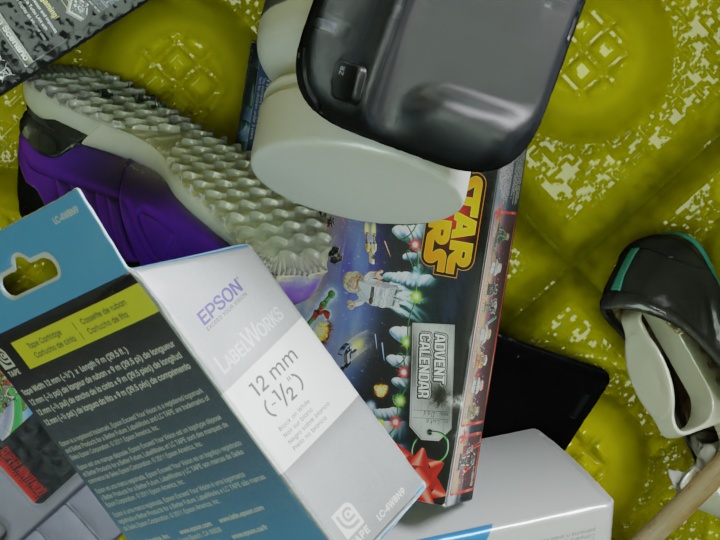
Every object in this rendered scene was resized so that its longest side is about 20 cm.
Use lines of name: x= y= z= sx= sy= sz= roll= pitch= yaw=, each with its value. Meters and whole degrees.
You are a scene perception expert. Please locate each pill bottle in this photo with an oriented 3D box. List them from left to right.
pill bottle: x=0.017 y=-0.130 z=1.033 sx=0.113 sy=0.113 sz=0.201 roll=12 pitch=73 yaw=-3

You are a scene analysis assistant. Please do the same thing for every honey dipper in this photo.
honey dipper: x=0.149 y=0.123 z=1.151 sx=0.038 sy=0.038 sz=0.200 roll=25 pitch=138 yaw=-7

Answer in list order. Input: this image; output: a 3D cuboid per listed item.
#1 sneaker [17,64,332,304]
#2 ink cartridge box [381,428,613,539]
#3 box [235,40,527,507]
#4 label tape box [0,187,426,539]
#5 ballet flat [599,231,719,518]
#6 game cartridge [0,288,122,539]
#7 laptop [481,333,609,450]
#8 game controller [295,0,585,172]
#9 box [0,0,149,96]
sneaker: x=-0.094 y=-0.015 z=1.103 sx=0.200 sy=0.069 sz=0.100 roll=35 pitch=117 yaw=37
ink cartridge box: x=0.039 y=0.195 z=1.166 sx=0.146 sy=0.086 sz=0.201 roll=-9 pitch=119 yaw=-22
box: x=0.000 y=0.000 z=1.110 sx=0.136 sy=0.040 sz=0.201 roll=10 pitch=94 yaw=22
label tape box: x=-0.083 y=0.048 z=1.044 sx=0.143 sy=0.066 sz=0.200 roll=-23 pitch=105 yaw=51
ballet flat: x=0.175 y=0.077 z=1.167 sx=0.068 sy=0.068 sz=0.200 roll=-19 pitch=108 yaw=51
game cartridge: x=-0.204 y=0.074 z=1.176 sx=0.130 sy=0.038 sz=0.200 roll=-41 pitch=93 yaw=17
laptop: x=-0.015 y=0.076 z=1.203 sx=0.200 sy=0.116 sz=0.188 roll=19 pitch=111 yaw=-36
game controller: x=0.049 y=-0.143 z=0.946 sx=0.104 sy=0.042 sz=0.201 roll=20 pitch=92 yaw=-14
box: x=-0.153 y=-0.208 z=1.067 sx=0.163 sy=0.086 sz=0.200 roll=-32 pitch=104 yaw=11
